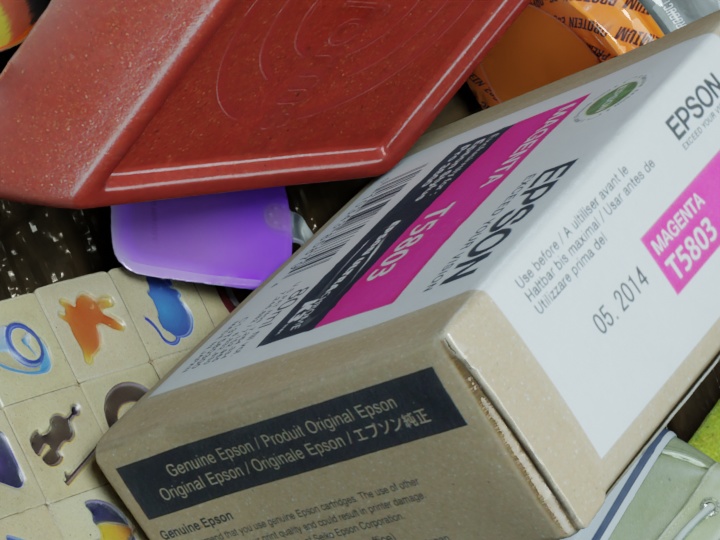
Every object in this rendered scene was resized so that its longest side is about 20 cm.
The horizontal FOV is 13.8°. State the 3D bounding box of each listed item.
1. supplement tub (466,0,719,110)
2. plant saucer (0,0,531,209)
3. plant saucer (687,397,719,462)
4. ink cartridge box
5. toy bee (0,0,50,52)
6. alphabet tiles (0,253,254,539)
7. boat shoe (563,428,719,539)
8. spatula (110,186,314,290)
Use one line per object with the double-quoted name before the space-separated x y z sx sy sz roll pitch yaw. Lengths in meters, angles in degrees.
"supplement tub" 0.132 -0.120 1.059 0.200 0.122 0.123 -41 109 -27
"plant saucer" -0.005 -0.089 0.910 0.200 0.200 0.037 -9 56 -52
"plant saucer" 0.184 0.133 1.110 0.200 0.048 0.200 -50 122 -23
"ink cartridge box" 0.039 0.013 0.926 0.075 0.165 0.200 56 46 -12
"toy bee" -0.065 -0.123 0.916 0.109 0.200 0.131 45 32 -18
"alphabet tiles" -0.047 0.074 0.955 0.200 0.006 0.167 -17 76 -48
"boat shoe" 0.069 0.137 0.996 0.200 0.062 0.072 -61 161 -20
"spatula" 0.000 0.000 1.028 0.200 0.021 0.057 20 50 -36
